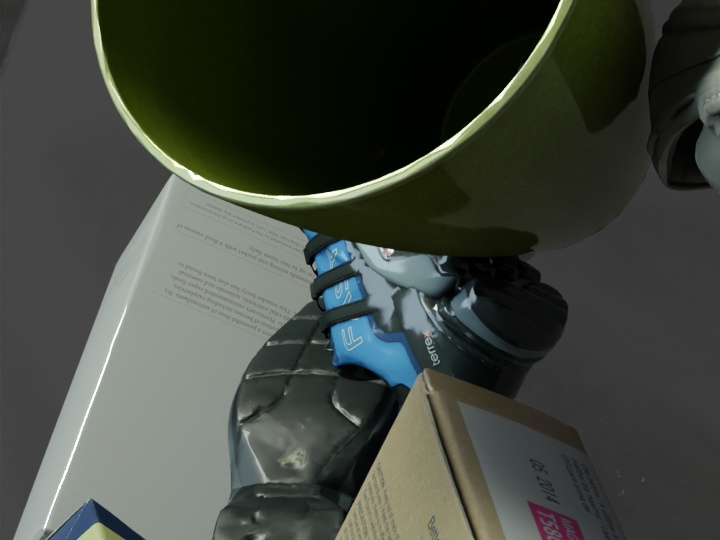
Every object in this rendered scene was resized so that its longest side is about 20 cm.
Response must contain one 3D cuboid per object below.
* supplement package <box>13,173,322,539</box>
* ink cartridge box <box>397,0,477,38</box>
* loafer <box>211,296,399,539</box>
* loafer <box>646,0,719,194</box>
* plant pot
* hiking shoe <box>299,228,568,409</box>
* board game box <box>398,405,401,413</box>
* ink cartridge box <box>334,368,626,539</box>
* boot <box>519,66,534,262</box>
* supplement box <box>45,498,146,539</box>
[{"bbox_3d":[-0.084,0.080,1.111,0.120,0.121,0.201,-49,20,57],"label":"supplement package"},{"bbox_3d":[-0.003,-0.180,0.883,0.201,0.145,0.085,117,154,-44],"label":"ink cartridge box"},{"bbox_3d":[-0.022,0.095,0.978,0.073,0.072,0.201,81,-160,-43],"label":"loafer"},{"bbox_3d":[0.140,-0.050,0.711,0.200,0.069,0.070,-161,85,-80],"label":"loafer"},{"bbox_3d":[0.033,-0.079,0.822,0.186,0.200,0.189,-9,69,24],"label":"plant pot"},{"bbox_3d":[0.000,0.000,0.945,0.200,0.074,0.087,48,117,46],"label":"hiking shoe"},{"bbox_3d":[0.011,0.095,1.019,0.103,0.019,0.201,-101,34,-60],"label":"board game box"},{"bbox_3d":[0.033,0.157,0.792,0.165,0.075,0.200,-63,18,20],"label":"ink cartridge box"},{"bbox_3d":[0.032,-0.080,1.012,0.200,0.095,0.074,-99,33,-57],"label":"boot"},{"bbox_3d":[-0.116,0.243,0.922,0.200,0.134,0.200,-44,29,9],"label":"supplement box"}]
